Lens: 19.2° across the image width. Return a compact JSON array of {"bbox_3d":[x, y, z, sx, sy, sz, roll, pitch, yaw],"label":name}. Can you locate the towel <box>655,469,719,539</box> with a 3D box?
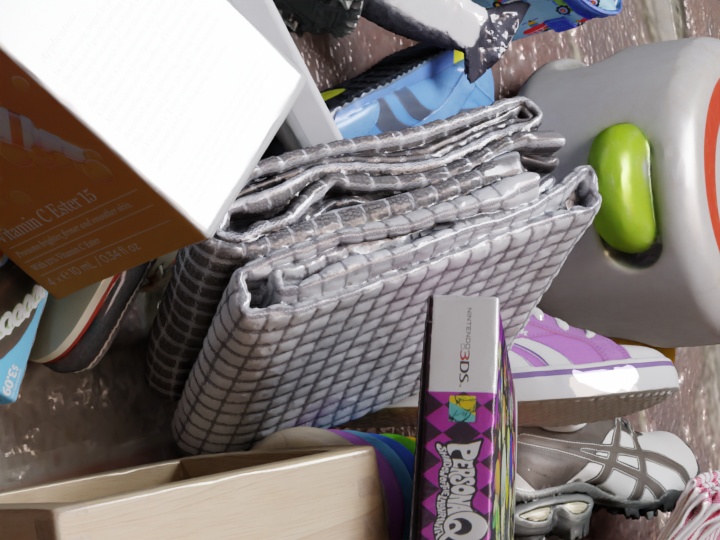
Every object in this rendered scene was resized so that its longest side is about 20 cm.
[{"bbox_3d":[0.189,0.188,1.256,0.147,0.030,0.200,-62,162,6],"label":"towel"}]

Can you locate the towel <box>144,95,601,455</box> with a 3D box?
[{"bbox_3d":[0.000,0.000,1.021,0.200,0.166,0.086,-20,67,-25],"label":"towel"}]

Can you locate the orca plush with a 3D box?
[{"bbox_3d":[0.003,-0.190,1.166,0.200,0.071,0.105,28,97,-8],"label":"orca plush"}]

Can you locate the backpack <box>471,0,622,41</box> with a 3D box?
[{"bbox_3d":[0.109,-0.228,1.205,0.183,0.200,0.135,45,49,-35],"label":"backpack"}]

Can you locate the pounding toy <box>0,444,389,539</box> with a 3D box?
[{"bbox_3d":[-0.090,0.159,0.934,0.184,0.200,0.142,-8,88,-36],"label":"pounding toy"}]

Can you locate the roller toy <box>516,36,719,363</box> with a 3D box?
[{"bbox_3d":[0.170,-0.042,1.290,0.200,0.140,0.183,58,39,-37],"label":"roller toy"}]

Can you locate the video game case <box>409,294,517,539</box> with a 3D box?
[{"bbox_3d":[0.048,0.123,0.962,0.200,0.036,0.182,69,23,-72],"label":"video game case"}]

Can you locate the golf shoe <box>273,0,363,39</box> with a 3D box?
[{"bbox_3d":[-0.031,-0.202,1.068,0.200,0.078,0.095,74,30,-52],"label":"golf shoe"}]

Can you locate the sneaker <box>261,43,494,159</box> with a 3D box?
[{"bbox_3d":[0.013,-0.071,1.169,0.200,0.066,0.079,-29,109,-48],"label":"sneaker"}]

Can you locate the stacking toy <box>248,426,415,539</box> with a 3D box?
[{"bbox_3d":[0.016,0.118,1.088,0.200,0.085,0.086,2,81,-62],"label":"stacking toy"}]

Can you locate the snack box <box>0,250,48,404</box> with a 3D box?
[{"bbox_3d":[-0.180,-0.052,0.957,0.116,0.037,0.200,34,58,-39],"label":"snack box"}]

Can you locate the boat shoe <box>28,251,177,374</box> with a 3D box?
[{"bbox_3d":[-0.105,-0.029,1.022,0.063,0.071,0.200,48,46,-37],"label":"boat shoe"}]

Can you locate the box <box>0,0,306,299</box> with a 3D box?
[{"bbox_3d":[-0.144,-0.097,0.882,0.200,0.124,0.098,43,55,-21],"label":"box"}]

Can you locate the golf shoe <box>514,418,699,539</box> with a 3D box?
[{"bbox_3d":[0.137,0.101,1.255,0.200,0.078,0.095,-6,94,-51],"label":"golf shoe"}]

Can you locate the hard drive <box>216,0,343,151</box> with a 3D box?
[{"bbox_3d":[-0.060,-0.122,1.004,0.132,0.027,0.200,56,-3,29],"label":"hard drive"}]

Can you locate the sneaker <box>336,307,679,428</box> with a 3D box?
[{"bbox_3d":[0.074,0.025,1.156,0.200,0.073,0.115,2,71,-12],"label":"sneaker"}]
